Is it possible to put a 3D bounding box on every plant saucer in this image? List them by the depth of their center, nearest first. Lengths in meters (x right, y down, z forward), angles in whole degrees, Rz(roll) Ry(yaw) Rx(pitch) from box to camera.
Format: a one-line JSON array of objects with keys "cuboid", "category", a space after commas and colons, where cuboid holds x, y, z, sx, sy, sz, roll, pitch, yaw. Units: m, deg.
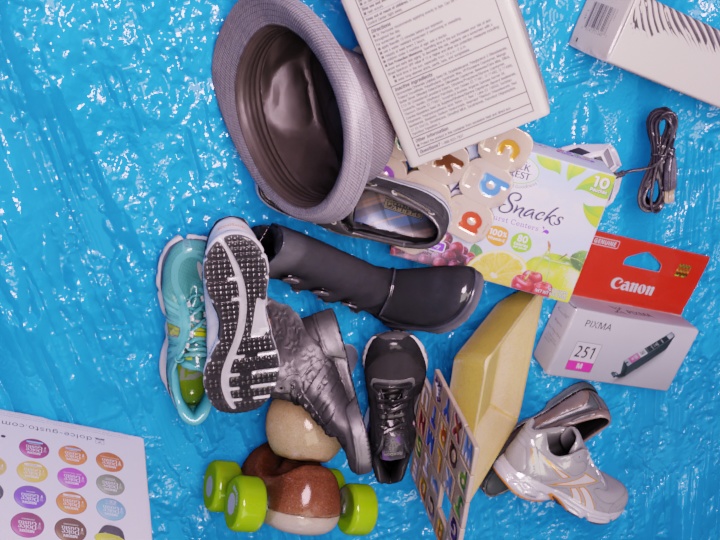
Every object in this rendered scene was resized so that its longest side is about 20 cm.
[{"cuboid": [0.143, 0.133, 0.948, 0.047, 0.200, 0.205, 17, 119, 23], "category": "plant saucer"}]

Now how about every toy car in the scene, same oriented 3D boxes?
[{"cuboid": [-0.068, 0.176, 0.925, 0.161, 0.157, 0.206, 11, 85, -27], "category": "toy car"}]

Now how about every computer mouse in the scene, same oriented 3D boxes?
[{"cuboid": [0.240, -0.104, 0.895, 0.195, 0.044, 0.112, -9, 116, 1], "category": "computer mouse"}]

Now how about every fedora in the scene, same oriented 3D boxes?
[{"cuboid": [-0.038, -0.145, 0.736, 0.089, 0.202, 0.178, -20, 157, -41], "category": "fedora"}]

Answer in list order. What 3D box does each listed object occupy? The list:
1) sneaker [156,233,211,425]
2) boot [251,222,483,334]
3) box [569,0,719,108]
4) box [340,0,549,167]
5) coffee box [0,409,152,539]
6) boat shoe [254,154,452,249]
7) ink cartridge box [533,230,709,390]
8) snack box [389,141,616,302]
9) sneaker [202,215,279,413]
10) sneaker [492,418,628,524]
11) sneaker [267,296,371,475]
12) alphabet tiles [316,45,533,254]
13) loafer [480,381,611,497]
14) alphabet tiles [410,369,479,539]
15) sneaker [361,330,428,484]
[{"cuboid": [-0.163, 0.061, 0.837, 0.076, 0.080, 0.205, -4, 118, -16], "category": "sneaker"}, {"cuboid": [-0.001, 0.000, 0.824, 0.197, 0.164, 0.067, 26, 64, -27], "category": "boot"}, {"cuboid": [0.317, -0.223, 0.848, 0.196, 0.082, 0.070, 12, 112, -25], "category": "box"}, {"cuboid": [0.064, -0.211, 0.688, 0.125, 0.110, 0.203, -18, 112, 18], "category": "box"}, {"cuboid": [-0.332, 0.289, 0.831, 0.196, 0.199, 0.203, 16, 112, -25], "category": "coffee box"}, {"cuboid": [-0.009, -0.066, 0.795, 0.195, 0.057, 0.070, 12, 114, 4], "category": "boat shoe"}, {"cuboid": [0.330, 0.054, 1.023, 0.195, 0.044, 0.177, 10, 115, -23], "category": "ink cartridge box"}, {"cuboid": [0.140, -0.064, 0.855, 0.195, 0.053, 0.145, 14, 112, -4], "category": "snack box"}, {"cuboid": [-0.114, 0.043, 0.791, 0.072, 0.080, 0.204, -1, 118, -12], "category": "sneaker"}, {"cuboid": [0.260, 0.239, 1.012, 0.196, 0.076, 0.093, 20, 108, -26], "category": "sneaker"}, {"cuboid": [-0.058, 0.116, 0.850, 0.102, 0.060, 0.205, -15, 80, -3], "category": "sneaker"}, {"cuboid": [0.057, -0.119, 0.801, 0.192, 0.015, 0.203, 26, 113, -1], "category": "alphabet tiles"}, {"cuboid": [0.231, 0.225, 1.068, 0.199, 0.063, 0.072, -42, 122, 6], "category": "loafer"}, {"cuboid": [0.083, 0.199, 0.922, 0.007, 0.201, 0.171, -2, 118, -13], "category": "alphabet tiles"}, {"cuboid": [0.041, 0.158, 0.924, 0.074, 0.089, 0.203, -3, 132, -2], "category": "sneaker"}]
